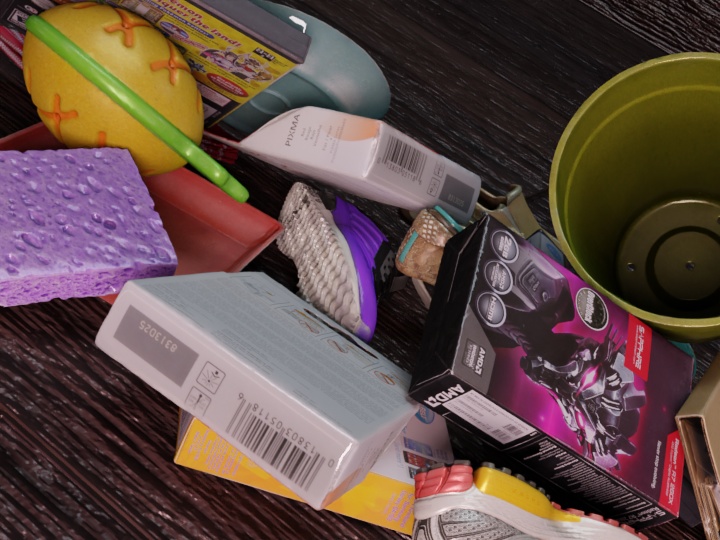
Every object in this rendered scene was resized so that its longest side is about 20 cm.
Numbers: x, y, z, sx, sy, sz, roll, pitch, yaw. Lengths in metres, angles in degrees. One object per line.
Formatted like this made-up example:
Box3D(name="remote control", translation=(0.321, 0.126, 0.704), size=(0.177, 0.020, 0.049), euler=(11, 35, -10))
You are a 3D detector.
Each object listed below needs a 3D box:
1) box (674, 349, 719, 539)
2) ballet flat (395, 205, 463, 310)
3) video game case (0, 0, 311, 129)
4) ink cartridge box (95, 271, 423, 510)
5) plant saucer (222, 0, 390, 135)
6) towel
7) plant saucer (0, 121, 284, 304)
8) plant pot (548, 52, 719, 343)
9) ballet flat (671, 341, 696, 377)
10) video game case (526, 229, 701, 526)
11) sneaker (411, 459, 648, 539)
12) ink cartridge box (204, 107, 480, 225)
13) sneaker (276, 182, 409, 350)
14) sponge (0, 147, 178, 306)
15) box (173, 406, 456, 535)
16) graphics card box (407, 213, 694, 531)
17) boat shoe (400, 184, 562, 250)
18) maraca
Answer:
Box3D(name="box", translation=(0.274, 0.148, 0.843), size=(0.199, 0.021, 0.166), euler=(-25, 100, -60))
Box3D(name="ballet flat", translation=(0.091, 0.022, 0.961), size=(0.200, 0.065, 0.071), euler=(42, 5, -39))
Box3D(name="video game case", translation=(-0.162, -0.186, 0.900), size=(0.198, 0.026, 0.180), euler=(27, -22, -24))
Box3D(name="ink cartridge box", translation=(-0.047, 0.062, 0.718), size=(0.161, 0.051, 0.200), euler=(34, 8, 14))
Box3D(name="plant saucer", translation=(-0.073, -0.155, 0.998), size=(0.198, 0.200, 0.036), euler=(22, 69, -11))
Box3D(name="towel", translation=(-0.206, -0.153, 1.016), size=(0.199, 0.023, 0.144), euler=(14, 20, -50))
Box3D(name="plant saucer", translation=(-0.175, -0.037, 0.856), size=(0.198, 0.037, 0.200), euler=(29, 24, 4))
Box3D(name="plant pot", translation=(0.254, -0.030, 0.905), size=(0.200, 0.201, 0.193), euler=(38, -4, 23))
Box3D(name="ballet flat", translation=(0.211, 0.041, 1.060), size=(0.199, 0.072, 0.072), euler=(32, 24, -5))
Box3D(name="video game case", translation=(0.196, 0.077, 0.925), size=(0.200, 0.025, 0.181), euler=(46, 22, -11))
Box3D(name="sneaker", translation=(0.105, 0.181, 0.688), size=(0.198, 0.078, 0.083), euler=(26, 60, -25))
Box3D(name="ink cartridge box", translation=(-0.020, -0.097, 0.979), size=(0.198, 0.051, 0.161), euler=(22, 1, 36))
Box3D(name="sneaker", translation=(0.000, -0.001, 0.923), size=(0.098, 0.070, 0.201), euler=(18, 26, -24))
Box3D(name="sponge", translation=(-0.222, -0.027, 0.731), size=(0.198, 0.030, 0.112), euler=(-6, 50, -34))
Box3D(name="box", translation=(-0.016, 0.100, 0.747), size=(0.197, 0.042, 0.120), euler=(18, 26, -14))
Box3D(name="graphics card box", translation=(0.131, 0.069, 0.770), size=(0.199, 0.051, 0.127), euler=(33, 53, -19))
Box3D(name="boat shoe", translation=(0.139, -0.047, 1.143), size=(0.198, 0.077, 0.072), euler=(26, 24, -5))
Box3D(name="maraca", translation=(-0.161, -0.116, 0.860), size=(0.199, 0.107, 0.137), euler=(40, 1, -14))
